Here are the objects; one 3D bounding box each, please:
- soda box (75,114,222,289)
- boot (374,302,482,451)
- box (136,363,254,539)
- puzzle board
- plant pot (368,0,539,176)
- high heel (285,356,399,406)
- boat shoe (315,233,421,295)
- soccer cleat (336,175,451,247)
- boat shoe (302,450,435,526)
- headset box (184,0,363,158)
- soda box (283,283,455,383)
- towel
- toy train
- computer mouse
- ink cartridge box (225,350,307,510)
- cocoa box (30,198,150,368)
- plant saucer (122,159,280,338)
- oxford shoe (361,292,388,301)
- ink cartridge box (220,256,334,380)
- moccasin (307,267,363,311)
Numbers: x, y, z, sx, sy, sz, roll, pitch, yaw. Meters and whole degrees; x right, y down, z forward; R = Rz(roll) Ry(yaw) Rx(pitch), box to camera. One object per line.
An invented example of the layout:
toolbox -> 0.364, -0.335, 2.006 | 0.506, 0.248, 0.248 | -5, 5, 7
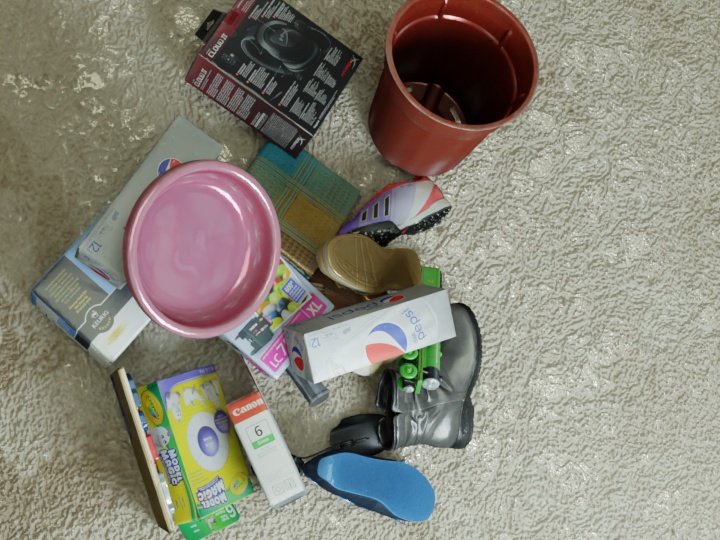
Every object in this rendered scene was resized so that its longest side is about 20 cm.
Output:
soda box -> -0.245, -0.079, 1.489 | 0.068, 0.063, 0.201 | 36, 73, -9
boot -> 0.087, 0.136, 1.674 | 0.131, 0.070, 0.201 | 7, 79, -31
box -> -0.201, 0.226, 1.585 | 0.117, 0.048, 0.201 | -15, 88, -59
puzzle board -> -0.261, 0.215, 1.547 | 0.017, 0.151, 0.201 | -17, 87, -16
plant pot -> 0.103, -0.228, 1.665 | 0.200, 0.195, 0.202 | 5, 67, -13
high heel -> -0.027, 0.077, 1.681 | 0.199, 0.072, 0.143 | -26, 68, -29
boat shoe -> 0.000, 0.000, 1.604 | 0.200, 0.069, 0.074 | 14, 68, -54
soccer cleat -> 0.033, -0.075, 1.687 | 0.199, 0.068, 0.073 | -22, 73, -40
boat shoe -> 0.013, 0.268, 1.648 | 0.200, 0.068, 0.085 | 33, 64, -34
headset box -> -0.120, -0.268, 1.670 | 0.199, 0.077, 0.149 | 34, 60, -7
soda box -> 0.012, 0.074, 1.556 | 0.199, 0.068, 0.064 | -17, 102, -24
towel -> -0.087, -0.087, 1.641 | 0.146, 0.022, 0.200 | 37, 38, -7
toy train -> 0.079, 0.075, 1.655 | 0.056, 0.042, 0.201 | 6, 50, -3
computer mouse -> -0.045, 0.232, 1.663 | 0.199, 0.034, 0.059 | -18, 88, -15
ink cartridge box -> -0.130, 0.196, 1.596 | 0.050, 0.109, 0.201 | -26, 79, -6
cocoa box -> -0.292, 0.002, 1.576 | 0.131, 0.133, 0.200 | 42, 75, -5
plant saucer -> -0.184, -0.026, 1.452 | 0.200, 0.051, 0.202 | -7, 101, -38
oxford shoe -> -0.041, -0.006, 1.677 | 0.200, 0.071, 0.072 | 36, 74, -9
ink cartridge box -> -0.140, 0.024, 1.541 | 0.200, 0.042, 0.120 | 43, 77, -18
moccasin -> -0.092, 0.023, 1.636 | 0.201, 0.074, 0.078 | 26, 40, -3
